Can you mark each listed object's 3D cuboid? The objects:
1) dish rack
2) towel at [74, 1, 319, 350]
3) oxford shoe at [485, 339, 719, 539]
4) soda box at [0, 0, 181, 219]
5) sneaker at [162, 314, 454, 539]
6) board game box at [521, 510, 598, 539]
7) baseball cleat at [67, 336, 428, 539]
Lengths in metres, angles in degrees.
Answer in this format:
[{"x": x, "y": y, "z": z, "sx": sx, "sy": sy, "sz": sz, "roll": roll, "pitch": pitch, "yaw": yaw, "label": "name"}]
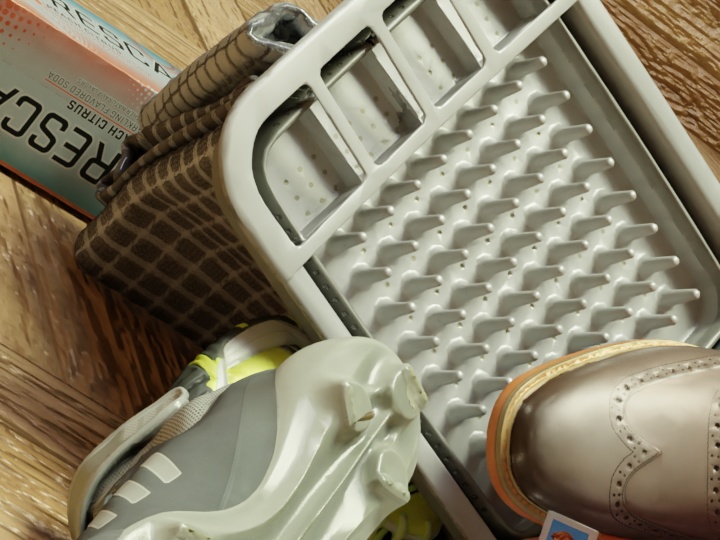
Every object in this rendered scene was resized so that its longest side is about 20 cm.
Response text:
[{"x": 0.043, "y": -0.010, "z": 0.948, "sx": 0.200, "sy": 0.172, "sz": 0.044, "roll": 54, "pitch": -32, "yaw": -15, "label": "dish rack"}, {"x": 0.000, "y": 0.000, "z": 1.053, "sx": 0.200, "sy": 0.086, "sz": 0.166, "roll": 37, "pitch": -23, "yaw": -14, "label": "towel"}, {"x": 0.136, "y": 0.058, "z": 0.928, "sx": 0.200, "sy": 0.071, "sz": 0.073, "roll": 2, "pitch": -4, "yaw": -29, "label": "oxford shoe"}, {"x": -0.127, "y": -0.074, "z": 1.150, "sx": 0.200, "sy": 0.064, "sz": 0.068, "roll": 33, "pitch": 13, "yaw": -31, "label": "soda box"}, {"x": -0.010, "y": 0.069, "z": 0.941, "sx": 0.076, "sy": 0.075, "sz": 0.200, "roll": 44, "pitch": 14, "yaw": 24, "label": "sneaker"}, {"x": 0.098, "y": 0.139, "z": 0.835, "sx": 0.200, "sy": 0.039, "sz": 0.158, "roll": 22, "pitch": 38, "yaw": 11, "label": "board game box"}, {"x": -0.055, "y": 0.086, "z": 0.774, "sx": 0.200, "sy": 0.106, "sz": 0.070, "roll": -38, "pitch": 107, "yaw": -53, "label": "baseball cleat"}]
